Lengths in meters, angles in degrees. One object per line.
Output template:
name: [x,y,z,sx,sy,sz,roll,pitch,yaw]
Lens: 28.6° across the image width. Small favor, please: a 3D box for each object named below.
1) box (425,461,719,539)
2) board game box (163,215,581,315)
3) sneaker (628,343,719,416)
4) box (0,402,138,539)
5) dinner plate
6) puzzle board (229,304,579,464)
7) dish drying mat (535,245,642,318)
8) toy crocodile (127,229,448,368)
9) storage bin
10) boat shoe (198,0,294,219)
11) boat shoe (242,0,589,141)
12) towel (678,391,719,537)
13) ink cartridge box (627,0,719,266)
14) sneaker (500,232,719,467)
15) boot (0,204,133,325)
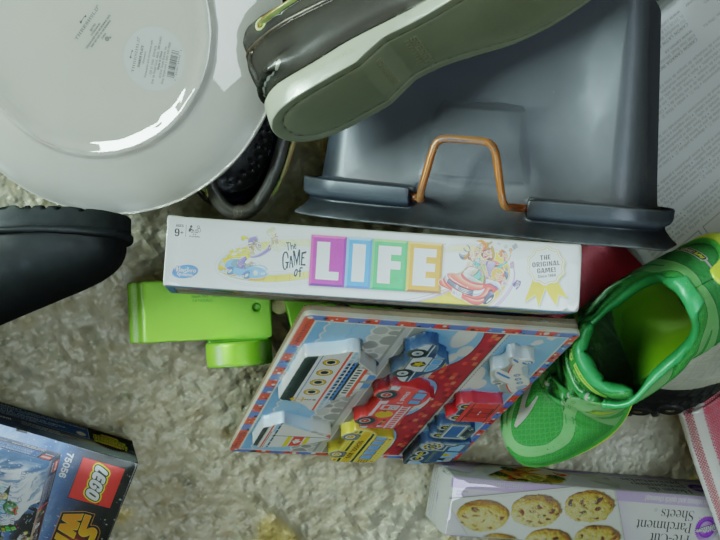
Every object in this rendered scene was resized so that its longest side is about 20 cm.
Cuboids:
box: [0.142,0.154,0.922,0.199,0.039,0.042,8,98,-17]
board game box: [0.000,0.000,0.731,0.199,0.134,0.034,4,88,-7]
sneaker: [0.199,0.035,0.844,0.072,0.073,0.200,28,140,-35]
box: [-0.230,0.176,0.828,0.136,0.040,0.201,20,100,-18]
dinner plate: [-0.138,-0.126,0.731,0.199,0.024,0.201,3,105,10]
puzzle board: [0.017,0.072,0.803,0.150,0.200,0.017,3,62,-16]
dish drying mat: [0.141,0.011,0.893,0.199,0.018,0.077,-24,107,-6]
toy crocodile: [-0.036,0.017,0.825,0.199,0.062,0.068,-7,89,-7]
storage bin: [0.072,-0.088,0.758,0.199,0.145,0.135,6,95,17]
boat shoe: [-0.058,-0.129,0.767,0.071,0.061,0.202,1,105,-15]
boat shoe: [0.037,-0.135,0.684,0.201,0.072,0.061,-26,67,5]
towel: [0.302,0.099,0.939,0.200,0.030,0.147,-31,113,-17]
ink cartridge box: [0.214,-0.076,0.872,0.162,0.050,0.200,-39,114,-3]
sneaker: [0.134,0.047,0.787,0.083,0.074,0.200,-16,156,-44]
boot: [-0.216,0.052,0.746,0.197,0.073,0.163,-4,80,-5]
